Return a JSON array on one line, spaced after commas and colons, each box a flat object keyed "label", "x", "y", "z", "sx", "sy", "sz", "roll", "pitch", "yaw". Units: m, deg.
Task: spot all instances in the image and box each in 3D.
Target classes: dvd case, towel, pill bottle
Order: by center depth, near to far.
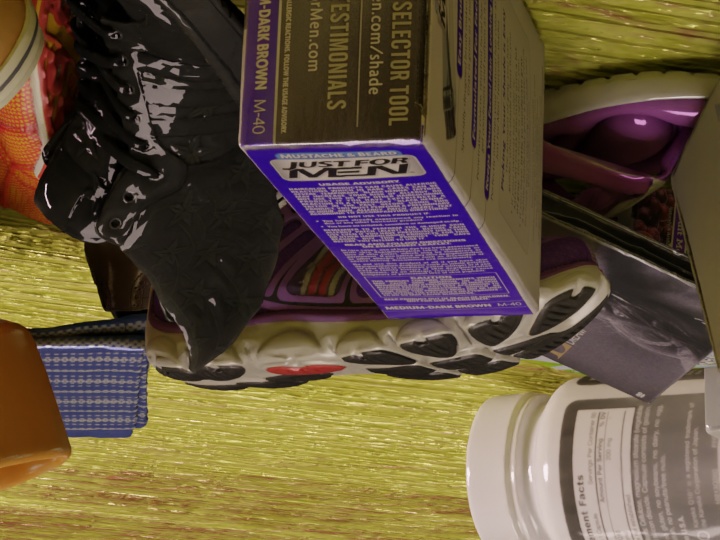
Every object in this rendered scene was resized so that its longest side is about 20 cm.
[{"label": "dvd case", "x": 0.053, "y": -0.007, "z": 1.025, "sx": 0.199, "sy": 0.016, "sz": 0.149, "roll": 25, "pitch": 161, "yaw": -2}, {"label": "towel", "x": -0.169, "y": 0.049, "z": 1.155, "sx": 0.144, "sy": 0.024, "sz": 0.200, "roll": 0, "pitch": 165, "yaw": -6}, {"label": "pill bottle", "x": 0.170, "y": 0.115, "z": 1.426, "sx": 0.199, "sy": 0.115, "sz": 0.114, "roll": -5, "pitch": 163, "yaw": 27}]

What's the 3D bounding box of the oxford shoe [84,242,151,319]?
[{"label": "oxford shoe", "x": -0.086, "y": 0.014, "z": 1.190, "sx": 0.071, "sy": 0.073, "sz": 0.200, "roll": -3, "pitch": 164, "yaw": 19}]

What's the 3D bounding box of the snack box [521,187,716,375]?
[{"label": "snack box", "x": 0.119, "y": 0.009, "z": 1.146, "sx": 0.141, "sy": 0.053, "sz": 0.200, "roll": 12, "pitch": 168, "yaw": -31}]

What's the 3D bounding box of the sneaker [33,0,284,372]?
[{"label": "sneaker", "x": -0.075, "y": -0.050, "z": 0.850, "sx": 0.104, "sy": 0.060, "sz": 0.200, "roll": -40, "pitch": 140, "yaw": 4}]

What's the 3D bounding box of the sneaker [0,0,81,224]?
[{"label": "sneaker", "x": -0.132, "y": -0.064, "z": 0.937, "sx": 0.077, "sy": 0.073, "sz": 0.200, "roll": 19, "pitch": 159, "yaw": 0}]

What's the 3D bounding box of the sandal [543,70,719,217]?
[{"label": "sandal", "x": 0.081, "y": -0.040, "z": 1.008, "sx": 0.201, "sy": 0.050, "sz": 0.082, "roll": -6, "pitch": 162, "yaw": 30}]

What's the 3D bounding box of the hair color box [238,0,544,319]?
[{"label": "hair color box", "x": 0.016, "y": -0.061, "z": 0.836, "sx": 0.064, "sy": 0.110, "sz": 0.200, "roll": -1, "pitch": 163, "yaw": 12}]

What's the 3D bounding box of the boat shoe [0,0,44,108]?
[{"label": "boat shoe", "x": -0.192, "y": -0.090, "z": 0.836, "sx": 0.199, "sy": 0.075, "sz": 0.062, "roll": 8, "pitch": 151, "yaw": 41}]

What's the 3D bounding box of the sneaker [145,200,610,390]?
[{"label": "sneaker", "x": 0.000, "y": 0.000, "z": 0.977, "sx": 0.199, "sy": 0.084, "sz": 0.081, "roll": -4, "pitch": 170, "yaw": 24}]

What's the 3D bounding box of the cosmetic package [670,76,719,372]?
[{"label": "cosmetic package", "x": 0.227, "y": -0.013, "z": 0.935, "sx": 0.198, "sy": 0.106, "sz": 0.071, "roll": 6, "pitch": 139, "yaw": -14}]

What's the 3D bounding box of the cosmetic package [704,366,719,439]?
[{"label": "cosmetic package", "x": 0.263, "y": 0.060, "z": 1.273, "sx": 0.112, "sy": 0.082, "sz": 0.200, "roll": -9, "pitch": 159, "yaw": 31}]

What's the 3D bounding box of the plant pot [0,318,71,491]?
[{"label": "plant pot", "x": -0.233, "y": 0.015, "z": 0.963, "sx": 0.199, "sy": 0.185, "sz": 0.200, "roll": -18, "pitch": 174, "yaw": -2}]
